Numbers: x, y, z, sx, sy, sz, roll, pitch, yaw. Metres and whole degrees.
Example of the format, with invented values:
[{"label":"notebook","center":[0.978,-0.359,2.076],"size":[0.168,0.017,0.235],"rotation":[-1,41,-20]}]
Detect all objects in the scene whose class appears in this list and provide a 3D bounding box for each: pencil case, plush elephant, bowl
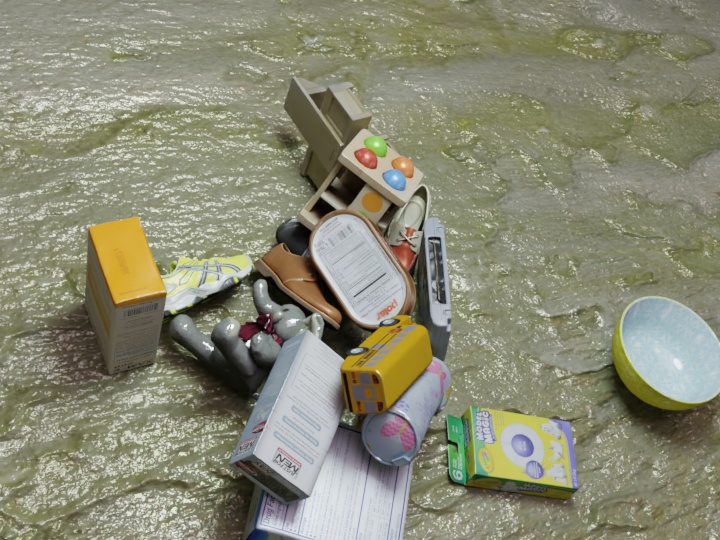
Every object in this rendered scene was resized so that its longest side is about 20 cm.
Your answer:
[{"label":"pencil case","center":[0.067,0.191,1.389],"size":[0.200,0.083,0.091],"rotation":[-42,120,-65]},{"label":"plush elephant","center":[-0.141,0.092,1.445],"size":[0.200,0.164,0.155],"rotation":[48,62,-21]},{"label":"bowl","center":[0.497,0.155,1.677],"size":[0.199,0.108,0.201],"rotation":[10,54,-14]}]

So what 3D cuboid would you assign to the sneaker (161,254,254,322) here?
[{"label":"sneaker","center":[-0.239,0.008,1.495],"size":[0.200,0.075,0.077],"rotation":[-28,88,-47]}]

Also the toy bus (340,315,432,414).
[{"label":"toy bus","center":[0.039,0.123,1.358],"size":[0.078,0.066,0.200],"rotation":[-4,16,28]}]

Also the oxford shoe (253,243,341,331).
[{"label":"oxford shoe","center":[-0.085,0.019,1.521],"size":[0.071,0.071,0.200],"rotation":[-45,53,-6]}]

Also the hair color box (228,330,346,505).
[{"label":"hair color box","center":[-0.083,0.189,1.304],"size":[0.099,0.060,0.201],"rotation":[41,47,-20]}]

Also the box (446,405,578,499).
[{"label":"box","center":[0.229,0.275,1.528],"size":[0.199,0.048,0.118],"rotation":[9,53,-13]}]

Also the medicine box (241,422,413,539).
[{"label":"medicine box","center":[-0.041,0.309,1.360],"size":[0.199,0.103,0.183],"rotation":[18,51,-8]}]

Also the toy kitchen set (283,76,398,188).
[{"label":"toy kitchen set","center":[-0.014,-0.257,1.709],"size":[0.180,0.200,0.164],"rotation":[-19,61,-31]}]

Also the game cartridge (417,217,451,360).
[{"label":"game cartridge","center":[0.116,0.035,1.596],"size":[0.041,0.134,0.201],"rotation":[2,56,-6]}]

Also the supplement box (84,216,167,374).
[{"label":"supplement box","center":[-0.325,0.037,1.379],"size":[0.073,0.200,0.127],"rotation":[-14,63,-25]}]

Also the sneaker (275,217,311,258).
[{"label":"sneaker","center":[-0.047,-0.010,1.581],"size":[0.199,0.075,0.116],"rotation":[23,27,-5]}]

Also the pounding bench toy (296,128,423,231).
[{"label":"pounding bench toy","center":[0.015,-0.139,1.605],"size":[0.124,0.156,0.200],"rotation":[36,30,-3]}]

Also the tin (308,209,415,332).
[{"label":"tin","center":[0.000,0.000,1.489],"size":[0.112,0.042,0.201],"rotation":[-37,75,10]}]

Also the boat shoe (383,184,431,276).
[{"label":"boat shoe","center":[0.078,-0.060,1.695],"size":[0.071,0.063,0.201],"rotation":[24,52,-6]}]

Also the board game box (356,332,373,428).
[{"label":"board game box","center":[0.048,0.167,1.496],"size":[0.095,0.030,0.201],"rotation":[24,61,-32]}]
